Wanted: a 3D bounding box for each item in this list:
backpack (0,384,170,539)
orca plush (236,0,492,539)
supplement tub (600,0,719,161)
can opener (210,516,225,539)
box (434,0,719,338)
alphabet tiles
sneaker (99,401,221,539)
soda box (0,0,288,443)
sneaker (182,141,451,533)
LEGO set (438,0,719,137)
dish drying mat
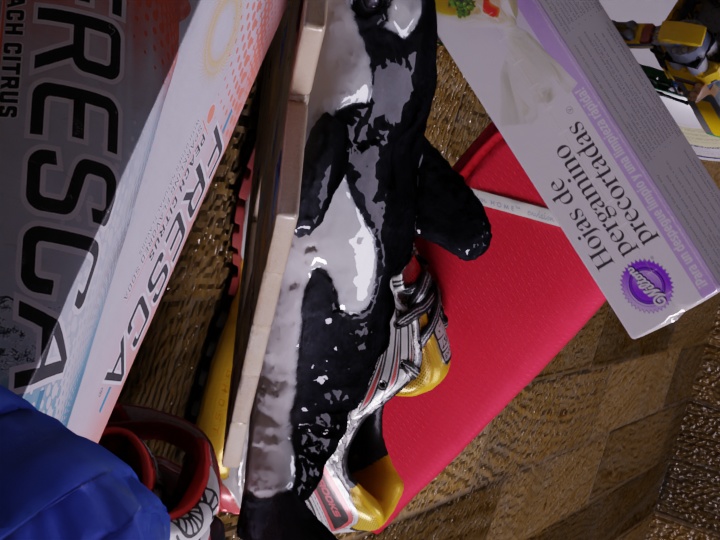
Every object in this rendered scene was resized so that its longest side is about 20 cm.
[{"bbox_3d":[-0.109,0.100,0.424,0.163,0.167,0.200,-62,173,22],"label":"backpack"},{"bbox_3d":[0.008,-0.006,0.843,0.105,0.071,0.201,133,-38,-81],"label":"orca plush"},{"bbox_3d":[0.185,-0.139,1.413,0.200,0.144,0.146,24,85,-78],"label":"supplement tub"},{"bbox_3d":[-0.076,0.178,0.939,0.063,0.078,0.201,44,55,-48],"label":"can opener"},{"bbox_3d":[0.054,-0.075,0.860,0.039,0.201,0.041,-31,-176,33],"label":"box"},{"bbox_3d":[-0.020,-0.059,0.760,0.200,0.007,0.168,107,-11,-63],"label":"alphabet tiles"},{"bbox_3d":[-0.063,0.093,0.839,0.201,0.067,0.109,-16,126,-72],"label":"sneaker"},{"bbox_3d":[-0.080,-0.011,0.629,0.068,0.063,0.201,76,33,-68],"label":"soda box"},{"bbox_3d":[0.000,0.000,0.948,0.078,0.082,0.201,-47,151,-63],"label":"sneaker"},{"bbox_3d":[0.080,-0.142,0.911,0.154,0.200,0.116,-50,139,-9],"label":"LEGO set"},{"bbox_3d":[0.031,0.017,0.974,0.018,0.077,0.200,-18,159,-40],"label":"dish drying mat"}]
